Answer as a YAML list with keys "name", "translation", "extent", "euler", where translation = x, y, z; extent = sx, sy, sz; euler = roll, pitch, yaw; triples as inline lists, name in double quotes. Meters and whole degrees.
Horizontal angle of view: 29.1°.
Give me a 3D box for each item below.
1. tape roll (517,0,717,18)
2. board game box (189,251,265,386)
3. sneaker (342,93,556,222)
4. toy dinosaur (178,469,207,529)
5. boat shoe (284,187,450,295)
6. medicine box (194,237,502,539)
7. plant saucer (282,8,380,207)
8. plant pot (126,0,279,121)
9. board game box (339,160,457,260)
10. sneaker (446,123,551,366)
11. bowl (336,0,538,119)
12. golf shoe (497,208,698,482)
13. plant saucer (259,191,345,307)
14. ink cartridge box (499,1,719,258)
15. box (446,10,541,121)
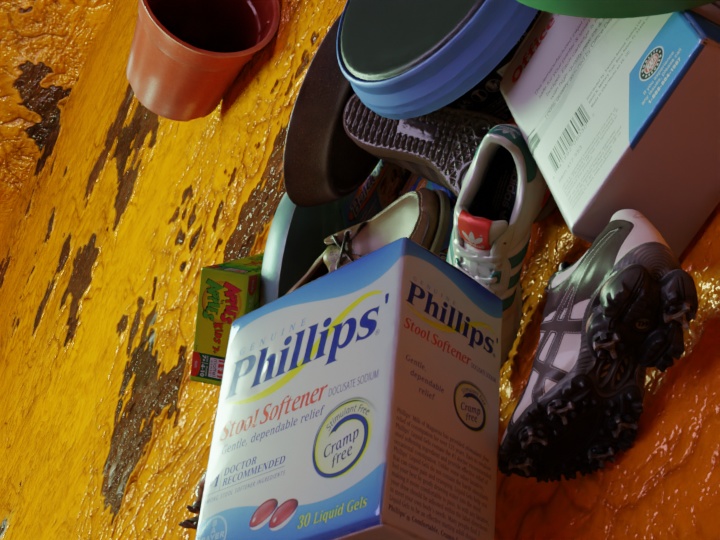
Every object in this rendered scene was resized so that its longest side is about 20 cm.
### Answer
- name: "tape roll"
  translation: [0.179, -0.229, 0.891]
  extent: [0.201, 0.198, 0.049]
  euler: [-105, 2, -55]
- name: "board game box"
  translation: [-0.097, 0.041, 1.305]
  extent: [0.200, 0.047, 0.103]
  euler: [-20, -63, -73]
- name: "sneaker"
  translation: [0.081, -0.095, 1.103]
  extent: [0.199, 0.075, 0.071]
  euler: [30, 98, 27]
- name: "toy dinosaur"
  translation: [-0.113, 0.193, 1.357]
  extent: [0.200, 0.085, 0.137]
  euler: [115, 175, -58]
- name: "boat shoe"
  translation: [0.000, 0.000, 1.148]
  extent: [0.200, 0.067, 0.072]
  euler: [-51, 31, 39]
- name: "medicine box"
  translation: [-0.007, 0.110, 0.918]
  extent: [0.181, 0.103, 0.202]
  euler: [-26, 46, 39]
- name: "plant saucer"
  translation: [-0.002, -0.142, 1.197]
  extent: [0.201, 0.034, 0.201]
  euler: [-56, -19, -30]
- name: "plant pot"
  translation: [-0.237, -0.325, 1.957]
  extent: [0.195, 0.199, 0.203]
  euler: [127, 154, -54]
- name: "board game box"
  translation: [0.045, -0.049, 1.232]
  extent: [0.153, 0.045, 0.201]
  euler: [-57, 26, 30]
- name: "sneaker"
  translation: [0.085, -0.012, 1.002]
  extent: [0.070, 0.093, 0.202]
  euler: [20, 99, 24]
- name: "bowl"
  translation: [0.059, -0.209, 1.040]
  extent: [0.200, 0.039, 0.202]
  euler: [-32, 40, 32]
- name: "golf shoe"
  translation: [0.143, 0.051, 0.865]
  extent: [0.095, 0.077, 0.201]
  euler: [-95, 27, -47]
- name: "plant saucer"
  translation: [-0.055, -0.003, 1.292]
  extent: [0.200, 0.027, 0.203]
  euler: [10, -90, -76]
- name: "ink cartridge box"
  translation: [0.181, -0.121, 0.921]
  extent: [0.147, 0.085, 0.201]
  euler: [-58, 23, 26]
- name: "box"
  translation: [0.105, -0.233, 1.137]
  extent: [0.122, 0.106, 0.201]
  euler: [-32, 40, 31]
